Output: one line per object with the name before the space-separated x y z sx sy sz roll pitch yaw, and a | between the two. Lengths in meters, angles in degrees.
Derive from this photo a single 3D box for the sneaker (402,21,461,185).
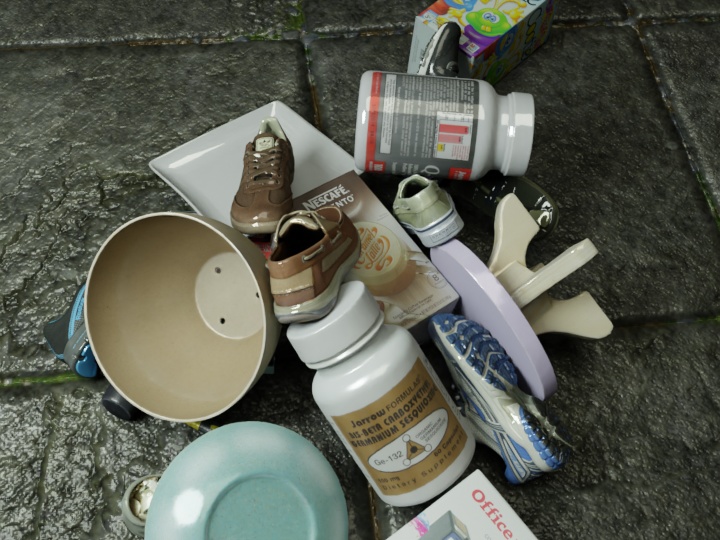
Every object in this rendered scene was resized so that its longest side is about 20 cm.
sneaker | 0.106 -0.205 1.133 0.087 0.076 0.202 19 96 9

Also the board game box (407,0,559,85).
board game box | 0.171 -0.330 1.239 0.103 0.105 0.200 39 63 19

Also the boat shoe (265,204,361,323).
boat shoe | -0.046 -0.026 0.887 0.075 0.073 0.201 -14 24 12

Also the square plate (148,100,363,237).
square plate | -0.127 -0.119 1.101 0.199 0.029 0.198 -31 51 -23

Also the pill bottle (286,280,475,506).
pill bottle | 0.018 0.117 0.874 0.114 0.114 0.201 -41 108 -26

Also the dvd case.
dvd case | -0.161 0.021 1.034 0.144 0.022 0.202 3 56 -3

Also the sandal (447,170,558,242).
sandal | 0.173 -0.103 1.121 0.057 0.080 0.201 10 34 -50

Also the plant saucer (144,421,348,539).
plant saucer | -0.096 0.242 0.833 0.198 0.039 0.204 5 78 -23

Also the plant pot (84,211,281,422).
plant pot | -0.159 0.036 0.918 0.199 0.202 0.134 27 16 13

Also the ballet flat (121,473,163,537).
ballet flat | -0.133 0.225 0.878 0.197 0.064 0.068 -4 59 -7

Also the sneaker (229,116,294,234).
sneaker | -0.108 -0.105 0.974 0.069 0.076 0.201 -6 26 0

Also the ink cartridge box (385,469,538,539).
ink cartridge box | 0.076 0.306 0.830 0.199 0.088 0.146 -29 64 -25

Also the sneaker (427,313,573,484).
sneaker | 0.125 0.136 0.937 0.201 0.085 0.077 53 31 16

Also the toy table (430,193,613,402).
toy table | 0.177 0.026 0.979 0.117 0.184 0.201 -35 98 -13

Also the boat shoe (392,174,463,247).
boat shoe | 0.071 -0.079 1.026 0.071 0.200 0.063 -29 104 -2

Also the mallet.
mallet | -0.168 0.149 0.946 0.198 0.041 0.066 20 55 3

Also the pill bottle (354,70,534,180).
pill bottle | 0.095 -0.165 1.044 0.197 0.116 0.117 5 56 2

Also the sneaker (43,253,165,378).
sneaker | -0.264 0.016 0.985 0.081 0.073 0.201 28 69 31

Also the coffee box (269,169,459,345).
coffee box | 0.000 0.000 1.014 0.114 0.080 0.201 -28 67 -28
